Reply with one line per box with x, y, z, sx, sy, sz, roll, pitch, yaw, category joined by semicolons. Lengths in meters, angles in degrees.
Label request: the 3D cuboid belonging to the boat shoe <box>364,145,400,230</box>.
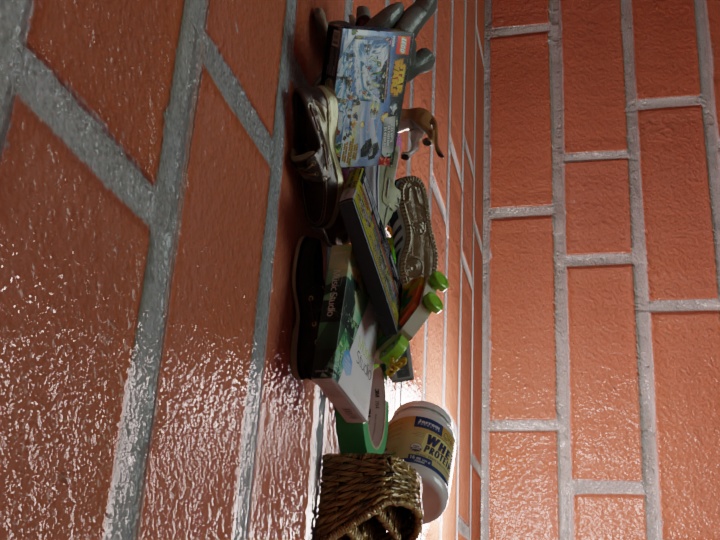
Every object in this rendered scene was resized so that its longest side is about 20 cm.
0.033;-0.120;1.534;0.072;0.061;0.202;100;-9;-69;boat shoe

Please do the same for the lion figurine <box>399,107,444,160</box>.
0.058;-0.254;1.637;0.073;0.198;0.123;104;5;-51;lion figurine

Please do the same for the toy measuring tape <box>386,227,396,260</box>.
0.047;0.010;1.820;0.074;0.073;0.202;-31;131;-74;toy measuring tape

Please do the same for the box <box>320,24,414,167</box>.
0.002;-0.253;1.420;0.136;0.040;0.202;-7;115;-39;box

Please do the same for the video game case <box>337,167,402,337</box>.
0.017;-0.031;1.386;0.181;0.025;0.202;-77;150;-70;video game case

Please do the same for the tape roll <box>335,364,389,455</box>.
0.005;0.223;1.625;0.200;0.048;0.203;-3;90;-76;tape roll

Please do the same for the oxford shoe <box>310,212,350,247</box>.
-0.025;-0.077;1.503;0.200;0.070;0.072;31;56;-76;oxford shoe

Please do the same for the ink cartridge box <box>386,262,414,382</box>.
0.054;0.089;1.720;0.174;0.043;0.202;-169;-109;-88;ink cartridge box

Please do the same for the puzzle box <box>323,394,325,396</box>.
-0.005;0.086;1.492;0.200;0.025;0.134;-56;158;-44;puzzle box

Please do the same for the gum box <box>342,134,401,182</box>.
0.022;-0.202;1.714;0.114;0.065;0.201;72;21;-45;gum box

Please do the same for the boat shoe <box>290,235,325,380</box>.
-0.060;0.051;1.354;0.074;0.062;0.204;33;54;-68;boat shoe

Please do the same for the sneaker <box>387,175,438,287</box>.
0.073;-0.056;1.625;0.108;0.069;0.203;-171;-104;-67;sneaker

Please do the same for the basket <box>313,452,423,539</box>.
0.022;0.379;1.468;0.201;0.141;0.150;67;24;-55;basket

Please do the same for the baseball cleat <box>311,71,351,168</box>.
-0.041;-0.250;1.506;0.201;0.069;0.107;77;3;-53;baseball cleat

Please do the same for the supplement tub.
0.102;0.351;1.798;0.201;0.143;0.146;-72;156;-55;supplement tub

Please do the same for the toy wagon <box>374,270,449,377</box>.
0.059;0.082;1.428;0.040;0.155;0.200;41;27;-9;toy wagon

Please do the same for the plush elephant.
0.011;-0.358;1.529;0.200;0.154;0.165;-48;156;-21;plush elephant

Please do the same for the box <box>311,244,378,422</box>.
-0.015;0.087;1.328;0.145;0.036;0.202;59;32;-54;box

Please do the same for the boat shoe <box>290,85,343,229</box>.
-0.071;-0.157;1.360;0.072;0.072;0.202;-10;106;-46;boat shoe
